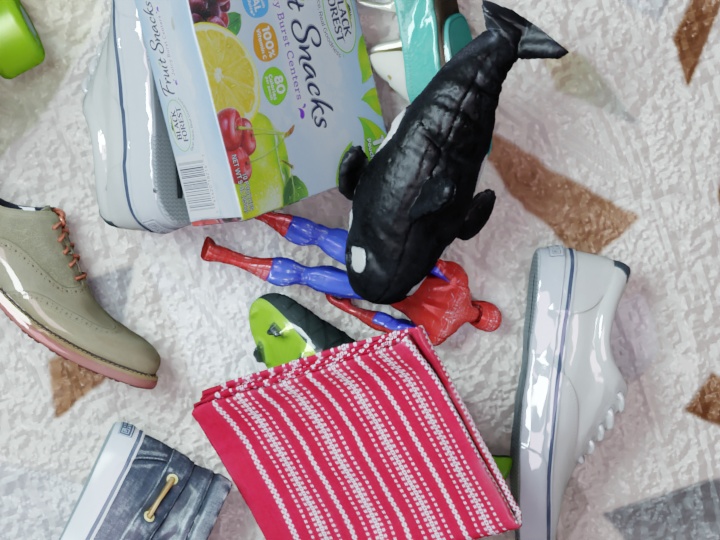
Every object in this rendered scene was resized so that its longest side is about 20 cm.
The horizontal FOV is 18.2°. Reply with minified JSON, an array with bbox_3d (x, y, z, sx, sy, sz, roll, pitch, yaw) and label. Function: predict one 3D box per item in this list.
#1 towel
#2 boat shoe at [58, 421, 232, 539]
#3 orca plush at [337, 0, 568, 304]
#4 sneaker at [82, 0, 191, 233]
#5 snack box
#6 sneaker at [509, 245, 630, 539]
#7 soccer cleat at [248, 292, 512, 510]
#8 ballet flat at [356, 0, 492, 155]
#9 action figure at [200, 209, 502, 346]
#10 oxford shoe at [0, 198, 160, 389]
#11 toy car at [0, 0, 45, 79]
[{"bbox_3d":[-0.006,0.119,1.406,0.199,0.022,0.145,-19,105,41],"label":"towel"},{"bbox_3d":[-0.160,0.204,1.444,0.090,0.071,0.201,26,94,-5],"label":"boat shoe"},{"bbox_3d":[0.058,-0.058,1.361,0.105,0.071,0.200,38,99,-27],"label":"orca plush"},{"bbox_3d":[-0.141,-0.123,1.394,0.070,0.073,0.202,-4,82,36],"label":"sneaker"},{"bbox_3d":[-0.063,-0.142,1.373,0.142,0.053,0.201,-23,103,-46],"label":"snack box"},{"bbox_3d":[0.137,0.086,1.447,0.070,0.073,0.202,6,97,-1],"label":"sneaker"},{"bbox_3d":[0.011,0.083,1.447,0.200,0.068,0.081,45,54,4],"label":"soccer cleat"},{"bbox_3d":[0.034,-0.161,1.417,0.070,0.067,0.201,-7,99,22],"label":"ballet flat"},{"bbox_3d":[0.000,0.000,1.438,0.199,0.052,0.066,21,102,-11],"label":"action figure"},{"bbox_3d":[-0.199,0.000,1.415,0.200,0.070,0.075,36,89,-9],"label":"oxford shoe"},{"bbox_3d":[-0.292,-0.141,1.321,0.164,0.200,0.158,-29,99,0],"label":"toy car"}]
